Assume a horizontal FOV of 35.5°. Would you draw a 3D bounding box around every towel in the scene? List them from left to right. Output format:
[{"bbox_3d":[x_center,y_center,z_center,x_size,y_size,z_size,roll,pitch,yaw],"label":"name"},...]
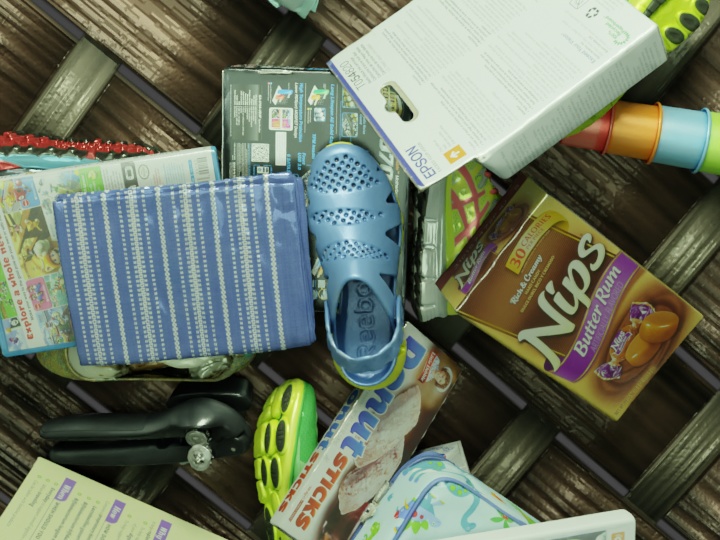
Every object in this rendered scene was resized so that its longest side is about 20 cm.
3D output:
[{"bbox_3d":[-0.137,0.000,0.894,0.196,0.024,0.147,-5,108,1],"label":"towel"}]

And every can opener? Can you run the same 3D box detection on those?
[{"bbox_3d":[-0.185,0.144,0.981,0.197,0.079,0.064,-12,114,12],"label":"can opener"}]

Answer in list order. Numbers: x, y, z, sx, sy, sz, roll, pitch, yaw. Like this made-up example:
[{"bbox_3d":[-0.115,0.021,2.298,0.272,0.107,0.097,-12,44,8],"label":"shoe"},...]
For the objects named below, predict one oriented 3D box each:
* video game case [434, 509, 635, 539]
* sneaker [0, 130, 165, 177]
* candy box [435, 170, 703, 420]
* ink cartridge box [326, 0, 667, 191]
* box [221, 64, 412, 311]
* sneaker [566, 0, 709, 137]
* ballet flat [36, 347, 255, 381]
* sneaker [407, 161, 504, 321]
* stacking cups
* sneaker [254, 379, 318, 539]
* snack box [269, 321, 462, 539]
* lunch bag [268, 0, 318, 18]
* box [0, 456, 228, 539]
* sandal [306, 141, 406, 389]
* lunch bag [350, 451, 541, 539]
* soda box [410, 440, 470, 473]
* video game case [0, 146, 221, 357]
[{"bbox_3d":[0.122,0.289,0.878,0.196,0.023,0.185,-5,103,-14],"label":"video game case"},{"bbox_3d":[-0.257,-0.060,0.930,0.196,0.079,0.097,5,104,0],"label":"sneaker"},{"bbox_3d":[0.171,0.025,0.916,0.199,0.057,0.117,33,101,-26],"label":"candy box"},{"bbox_3d":[0.093,-0.156,0.841,0.199,0.200,0.041,-34,134,3],"label":"ink cartridge box"},{"bbox_3d":[-0.037,-0.067,0.939,0.156,0.046,0.204,1,102,1],"label":"box"},{"bbox_3d":[0.184,-0.172,0.892,0.199,0.084,0.075,-34,110,3],"label":"sneaker"},{"bbox_3d":[-0.188,0.066,0.961,0.196,0.071,0.072,0,102,2],"label":"ballet flat"},{"bbox_3d":[0.089,-0.058,0.930,0.089,0.078,0.203,1,108,-6],"label":"sneaker"},{"bbox_3d":[0.259,-0.110,0.924,0.196,0.061,0.062,10,102,5],"label":"stacking cups"},{"bbox_3d":[-0.042,0.192,0.984,0.082,0.074,0.204,-10,97,-29],"label":"sneaker"},{"bbox_3d":[0.007,0.145,0.945,0.072,0.024,0.201,39,74,-21],"label":"snack box"},{"bbox_3d":[-0.066,-0.317,0.852,0.169,0.122,0.202,28,109,-7],"label":"lunch bag"},{"bbox_3d":[-0.225,0.279,0.943,0.197,0.176,0.098,24,114,-5],"label":"box"},{"bbox_3d":[0.000,0.000,0.883,0.078,0.087,0.204,-10,95,5],"label":"sandal"},{"bbox_3d":[0.081,0.259,0.913,0.199,0.082,0.162,34,89,-18],"label":"lunch bag"},{"bbox_3d":[0.082,0.260,0.996,0.067,0.063,0.203,-13,101,2],"label":"soda box"},{"bbox_3d":[-0.203,-0.015,0.906,0.196,0.018,0.146,-9,107,-4],"label":"video game case"}]
